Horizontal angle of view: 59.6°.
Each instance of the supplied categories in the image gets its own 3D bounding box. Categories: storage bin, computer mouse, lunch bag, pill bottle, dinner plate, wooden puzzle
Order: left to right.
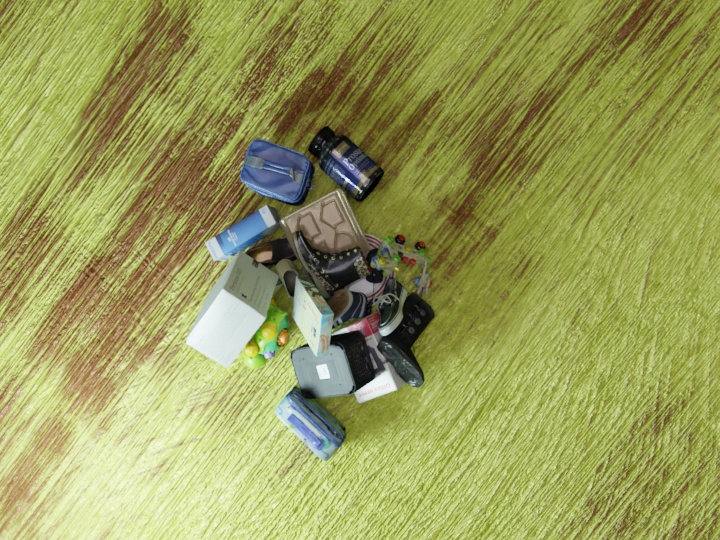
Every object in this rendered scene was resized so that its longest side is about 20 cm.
[{"bbox_3d":[-0.217,-0.260,1.694,0.196,0.132,0.139,18,92,6],"label":"lunch bag"},{"bbox_3d":[-0.130,0.404,1.667,0.199,0.161,0.083,42,94,5],"label":"lunch bag"},{"bbox_3d":[-0.095,-0.098,1.690,0.197,0.046,0.188,-25,101,10],"label":"wooden puzzle"},{"bbox_3d":[-0.074,0.246,1.628,0.197,0.093,0.138,-15,93,40],"label":"storage bin"},{"bbox_3d":[-0.042,-0.289,1.687,0.199,0.112,0.112,42,93,4],"label":"pill bottle"},{"bbox_3d":[0.000,0.000,1.725,0.195,0.024,0.205,0,89,6],"label":"dinner plate"},{"bbox_3d":[0.033,0.042,1.694,0.057,0.034,0.205,4,91,5],"label":"computer mouse"}]

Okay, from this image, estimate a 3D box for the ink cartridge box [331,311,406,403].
[{"bbox_3d":[0.026,0.230,1.664,0.143,0.084,0.203,-27,87,36],"label":"ink cartridge box"}]

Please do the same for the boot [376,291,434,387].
[{"bbox_3d":[0.142,0.178,1.646,0.065,0.201,0.166,-27,108,42],"label":"boot"}]

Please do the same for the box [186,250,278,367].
[{"bbox_3d":[-0.325,0.096,1.609,0.129,0.200,0.201,33,116,-15],"label":"box"}]

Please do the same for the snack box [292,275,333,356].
[{"bbox_3d":[-0.123,0.111,1.581,0.036,0.200,0.119,-3,118,-24],"label":"snack box"}]

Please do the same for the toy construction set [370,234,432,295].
[{"bbox_3d":[0.119,-0.021,1.656,0.198,0.133,0.092,29,131,-27],"label":"toy construction set"}]

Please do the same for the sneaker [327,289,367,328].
[{"bbox_3d":[-0.063,0.122,1.684,0.200,0.107,0.071,-42,62,31],"label":"sneaker"}]

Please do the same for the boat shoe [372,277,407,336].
[{"bbox_3d":[0.073,0.086,1.619,0.073,0.201,0.068,-29,111,34],"label":"boat shoe"}]

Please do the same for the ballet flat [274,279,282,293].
[{"bbox_3d":[-0.304,0.067,1.742,0.195,0.069,0.071,-6,89,7],"label":"ballet flat"}]

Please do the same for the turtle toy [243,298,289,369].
[{"bbox_3d":[-0.258,0.184,1.703,0.100,0.147,0.200,34,113,-25],"label":"turtle toy"}]

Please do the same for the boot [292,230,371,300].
[{"bbox_3d":[-0.075,-0.039,1.642,0.151,0.074,0.206,-25,108,9],"label":"boot"}]

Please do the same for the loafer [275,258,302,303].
[{"bbox_3d":[-0.162,0.062,1.699,0.075,0.068,0.201,-37,106,4],"label":"loafer"}]

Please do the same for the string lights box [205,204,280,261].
[{"bbox_3d":[-0.314,-0.099,1.717,0.197,0.103,0.060,-30,87,4],"label":"string lights box"}]

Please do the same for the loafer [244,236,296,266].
[{"bbox_3d":[-0.233,-0.050,1.724,0.196,0.072,0.074,-21,86,4],"label":"loafer"}]
